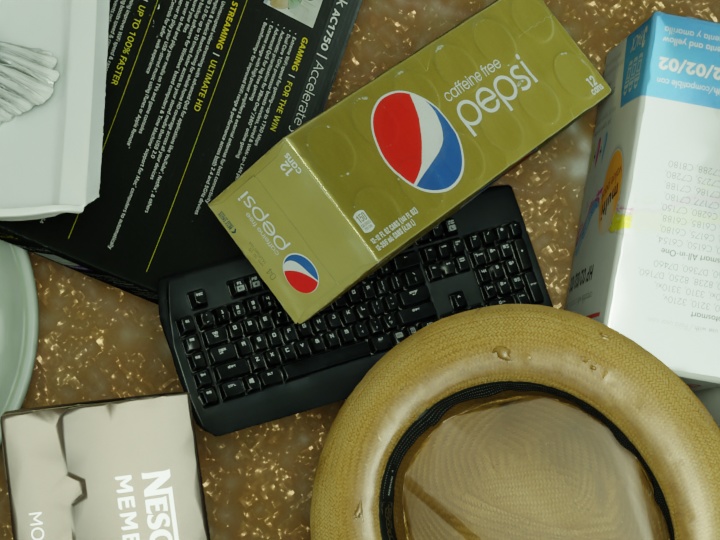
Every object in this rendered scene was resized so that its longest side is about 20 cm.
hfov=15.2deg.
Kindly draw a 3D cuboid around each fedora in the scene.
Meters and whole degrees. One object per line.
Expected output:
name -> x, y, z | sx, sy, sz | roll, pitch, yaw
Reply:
fedora -> 0.078, 0.116, 1.172 | 0.199, 0.082, 0.202 | -2, 82, 14

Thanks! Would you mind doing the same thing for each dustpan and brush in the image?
dustpan and brush -> -0.205, -0.078, 1.164 | 0.199, 0.057, 0.141 | -12, 66, 31

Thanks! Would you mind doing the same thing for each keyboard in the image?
keyboard -> 0.000, 0.000, 1.217 | 0.199, 0.040, 0.105 | -17, 80, -33

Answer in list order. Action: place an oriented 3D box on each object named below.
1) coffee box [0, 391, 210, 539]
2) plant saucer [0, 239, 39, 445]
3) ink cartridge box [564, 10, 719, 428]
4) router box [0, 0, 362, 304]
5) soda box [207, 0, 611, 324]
coffee box -> -0.106, 0.116, 1.159 | 0.079, 0.200, 0.114 | -6, 86, -5
plant saucer -> -0.242, 0.021, 1.192 | 0.199, 0.050, 0.202 | 1, 84, -8
ink cartridge box -> 0.138, -0.006, 1.233 | 0.067, 0.115, 0.201 | 10, 83, -4
router box -> -0.088, -0.092, 1.223 | 0.149, 0.051, 0.201 | 24, 82, -33
soda box -> 0.026, -0.056, 1.200 | 0.068, 0.064, 0.200 | 53, 43, 1
